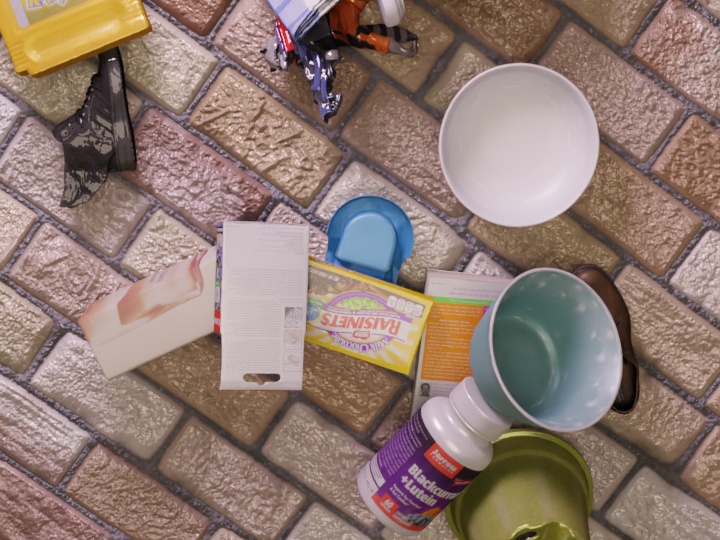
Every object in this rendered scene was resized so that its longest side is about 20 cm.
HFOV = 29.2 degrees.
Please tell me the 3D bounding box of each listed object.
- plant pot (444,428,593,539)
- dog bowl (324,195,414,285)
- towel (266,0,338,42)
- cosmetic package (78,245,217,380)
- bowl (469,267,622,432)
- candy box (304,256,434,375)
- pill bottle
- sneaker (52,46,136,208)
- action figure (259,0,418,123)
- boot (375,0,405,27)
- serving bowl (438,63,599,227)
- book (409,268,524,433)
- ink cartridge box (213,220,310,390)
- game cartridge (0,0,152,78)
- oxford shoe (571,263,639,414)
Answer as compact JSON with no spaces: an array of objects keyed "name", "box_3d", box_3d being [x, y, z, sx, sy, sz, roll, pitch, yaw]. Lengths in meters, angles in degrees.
[{"name":"plant pot","box_3d":[0.212,0.329,1.744,0.198,0.184,0.202,-1,109,-2]},{"name":"dog bowl","box_3d":[0.000,0.000,1.763,0.110,0.050,0.202,15,100,-3]},{"name":"towel","box_3d":[-0.039,-0.381,1.628,0.200,0.147,0.024,-44,141,15]},{"name":"cosmetic package","box_3d":[-0.242,0.049,1.744,0.199,0.103,0.088,-24,101,3]},{"name":"bowl","box_3d":[0.214,0.107,1.701,0.199,0.105,0.203,9,71,-27]},{"name":"candy box","box_3d":[-0.016,0.052,1.734,0.198,0.026,0.103,18,102,-3]},{"name":"pill bottle","box_3d":[0.097,0.231,1.745,0.111,0.112,0.200,39,110,-7]},{"name":"sneaker","box_3d":[-0.337,-0.183,1.720,0.103,0.060,0.202,-8,104,-4]},{"name":"action figure","box_3d":[-0.025,-0.268,1.687,0.192,0.105,0.202,-9,76,6]},{"name":"boot","box_3d":[0.049,-0.388,1.645,0.095,0.074,0.202,-13,70,-1]},{"name":"serving bowl","box_3d":[0.195,-0.158,1.725,0.198,0.066,0.202,0,100,0]},{"name":"book","box_3d":[0.140,0.107,1.787,0.132,0.048,0.202,6,103,-2]},{"name":"ink cartridge box","box_3d":[-0.121,0.042,1.673,0.108,0.050,0.202,2,91,-17]},{"name":"game cartridge","box_3d":[-0.366,-0.352,1.678,0.175,0.032,0.202,-22,84,4]},{"name":"oxford shoe","box_3d":[0.319,0.088,1.764,0.072,0.084,0.202,-20,99,5]}]
